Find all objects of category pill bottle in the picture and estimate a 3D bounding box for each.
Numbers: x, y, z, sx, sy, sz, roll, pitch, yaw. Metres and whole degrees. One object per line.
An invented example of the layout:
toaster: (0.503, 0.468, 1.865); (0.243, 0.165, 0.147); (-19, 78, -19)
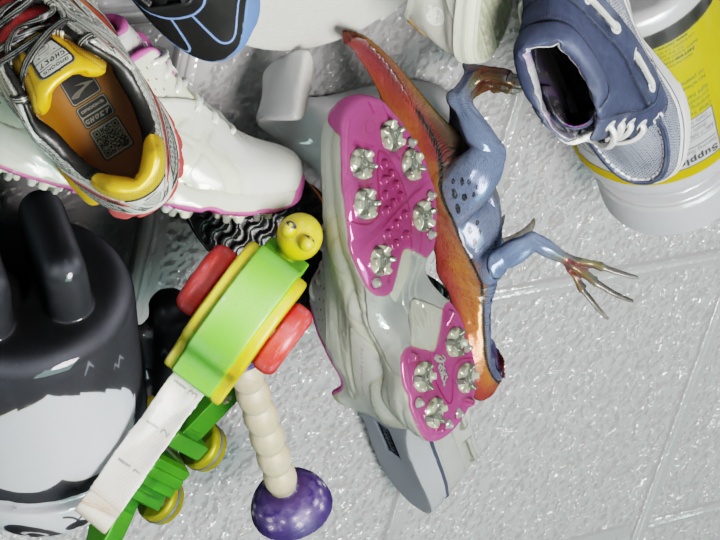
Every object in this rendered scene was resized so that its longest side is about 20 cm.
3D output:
pill bottle: (0.172, -0.120, 1.536); (0.114, 0.114, 0.201); (-35, 140, -10)

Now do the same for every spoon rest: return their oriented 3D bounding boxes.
spoon rest: (0.006, -0.076, 1.474); (0.199, 0.060, 0.100); (25, 71, -49)

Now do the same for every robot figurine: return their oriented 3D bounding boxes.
robot figurine: (-0.177, 0.055, 1.382); (0.201, 0.149, 0.125); (90, 20, -44)

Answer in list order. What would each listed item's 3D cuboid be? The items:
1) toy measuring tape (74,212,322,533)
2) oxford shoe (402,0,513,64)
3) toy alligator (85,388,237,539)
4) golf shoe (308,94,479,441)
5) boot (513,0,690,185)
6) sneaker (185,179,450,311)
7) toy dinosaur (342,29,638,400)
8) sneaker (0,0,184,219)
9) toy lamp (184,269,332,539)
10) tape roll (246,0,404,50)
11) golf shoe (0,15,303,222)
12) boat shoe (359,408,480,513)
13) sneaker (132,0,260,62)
toy measuring tape: (-0.084, 0.051, 1.339); (0.200, 0.073, 0.074); (-53, 141, -6)
oxford shoe: (0.056, -0.210, 1.347); (0.075, 0.057, 0.202); (-27, 130, -60)
toy alligator: (-0.110, 0.085, 1.524); (0.200, 0.054, 0.059); (-52, 137, 6)
golf shoe: (0.000, 0.000, 1.405); (0.075, 0.091, 0.201); (-31, 116, -42)
boot: (0.129, -0.093, 1.410); (0.072, 0.091, 0.200); (-6, 140, 26)
sneaker: (-0.037, -0.017, 1.488); (0.200, 0.090, 0.070); (35, 92, -23)
toy dinosaur: (0.053, -0.023, 1.455); (0.198, 0.105, 0.183); (14, 89, -14)
sneaker: (-0.152, -0.114, 1.238); (0.078, 0.082, 0.200); (-40, 96, -3)
toy lamp: (-0.061, 0.076, 1.473); (0.058, 0.058, 0.201); (-31, 134, -14)
tape roll: (-0.021, -0.211, 1.356); (0.202, 0.037, 0.204); (-22, 135, -24)
golf shoe: (-0.109, -0.081, 1.343); (0.199, 0.075, 0.092); (10, 104, -34)
boat shoe: (0.040, 0.077, 1.634); (0.070, 0.071, 0.201); (-41, 143, -18)
sneaker: (-0.116, -0.166, 1.254); (0.070, 0.078, 0.200); (-13, 131, 26)
